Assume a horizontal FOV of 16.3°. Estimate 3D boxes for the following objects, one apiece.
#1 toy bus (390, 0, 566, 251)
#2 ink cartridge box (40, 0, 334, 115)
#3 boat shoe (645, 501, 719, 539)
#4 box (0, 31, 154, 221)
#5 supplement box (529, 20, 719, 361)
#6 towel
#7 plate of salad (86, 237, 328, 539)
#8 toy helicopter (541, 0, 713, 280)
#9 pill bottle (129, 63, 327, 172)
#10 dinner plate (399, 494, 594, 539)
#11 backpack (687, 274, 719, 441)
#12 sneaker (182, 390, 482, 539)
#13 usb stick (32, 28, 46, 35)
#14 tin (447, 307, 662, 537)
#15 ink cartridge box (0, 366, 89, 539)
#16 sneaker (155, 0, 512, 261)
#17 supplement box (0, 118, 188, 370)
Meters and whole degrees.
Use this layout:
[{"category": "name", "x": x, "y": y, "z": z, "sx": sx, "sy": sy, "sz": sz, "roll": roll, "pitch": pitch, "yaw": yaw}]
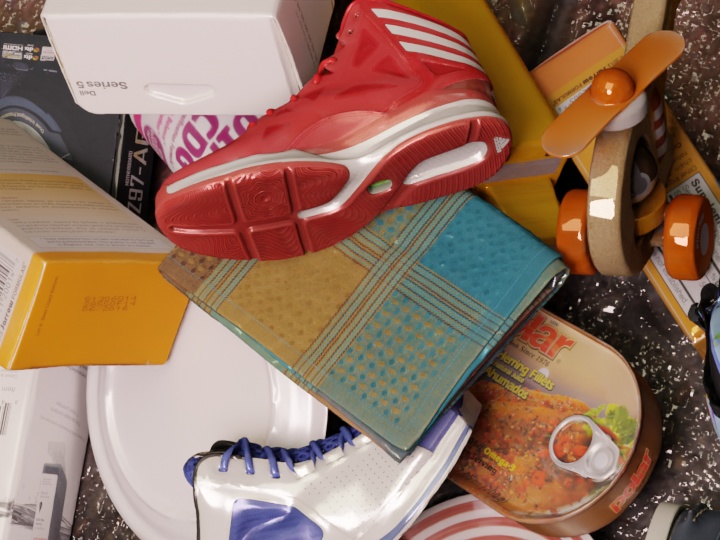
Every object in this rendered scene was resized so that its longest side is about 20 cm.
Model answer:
[{"category": "toy bus", "x": 0.063, "y": -0.089, "z": 1.456, "sx": 0.201, "sy": 0.065, "sz": 0.079, "roll": 62, "pitch": 145, "yaw": 32}, {"category": "ink cartridge box", "x": -0.088, "y": -0.194, "z": 1.483, "sx": 0.144, "sy": 0.084, "sz": 0.201, "roll": 1, "pitch": 53, "yaw": 15}, {"category": "boat shoe", "x": 0.174, "y": 0.222, "z": 1.344, "sx": 0.061, "sy": 0.075, "sz": 0.201, "roll": 4, "pitch": 61, "yaw": 23}, {"category": "box", "x": -0.229, "y": -0.073, "z": 1.621, "sx": 0.199, "sy": 0.043, "sz": 0.161, "roll": 8, "pitch": 90, "yaw": 26}, {"category": "supplement box", "x": 0.172, "y": -0.043, "z": 1.437, "sx": 0.069, "sy": 0.067, "sz": 0.201, "roll": -32, "pitch": 64, "yaw": 8}, {"category": "towel", "x": 0.000, "y": 0.000, "z": 1.392, "sx": 0.200, "sy": 0.022, "sz": 0.147, "roll": 35, "pitch": 76, "yaw": 30}, {"category": "plate of salad", "x": -0.088, "y": 0.077, "z": 1.495, "sx": 0.199, "sy": 0.048, "sz": 0.202, "roll": -1, "pitch": 88, "yaw": 41}, {"category": "toy helicopter", "x": 0.147, "y": -0.097, "z": 1.354, "sx": 0.078, "sy": 0.132, "sz": 0.201, "roll": 4, "pitch": 73, "yaw": 23}, {"category": "pill bottle", "x": -0.044, "y": -0.063, "z": 1.513, "sx": 0.113, "sy": 0.113, "sz": 0.200, "roll": -44, "pitch": 61, "yaw": 5}, {"category": "dinner plate", "x": 0.063, "y": 0.221, "z": 1.405, "sx": 0.199, "sy": 0.024, "sz": 0.201, "roll": -18, "pitch": 55, "yaw": 27}, {"category": "backpack", "x": 0.248, "y": 0.075, "z": 1.263, "sx": 0.134, "sy": 0.200, "sz": 0.184, "roll": -23, "pitch": 95, "yaw": 15}, {"category": "sneaker", "x": -0.033, "y": 0.120, "z": 1.386, "sx": 0.115, "sy": 0.081, "sz": 0.200, "roll": 41, "pitch": 99, "yaw": 0}, {"category": "usb stick", "x": -0.128, "y": -0.157, "z": 1.630, "sx": 0.199, "sy": 0.033, "sz": 0.056, "roll": -16, "pitch": 62, "yaw": 19}, {"category": "tin", "x": 0.087, "y": 0.076, "z": 1.430, "sx": 0.200, "sy": 0.042, "sz": 0.112, "roll": 32, "pitch": 91, "yaw": 43}, {"category": "ink cartridge box", "x": -0.255, "y": 0.141, "z": 1.559, "sx": 0.145, "sy": 0.085, "sz": 0.201, "roll": 2, "pitch": 72, "yaw": 25}, {"category": "sneaker", "x": -0.023, "y": -0.081, "z": 1.398, "sx": 0.199, "sy": 0.079, "sz": 0.116, "roll": -13, "pitch": 51, "yaw": -3}, {"category": "supplement box", "x": -0.209, "y": -0.019, "z": 1.489, "sx": 0.200, "sy": 0.126, "sz": 0.074, "roll": 36, "pitch": 113, "yaw": 37}]
